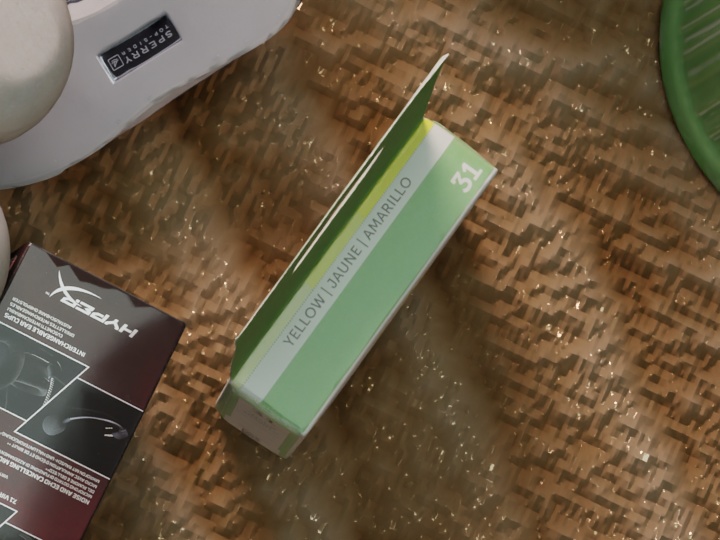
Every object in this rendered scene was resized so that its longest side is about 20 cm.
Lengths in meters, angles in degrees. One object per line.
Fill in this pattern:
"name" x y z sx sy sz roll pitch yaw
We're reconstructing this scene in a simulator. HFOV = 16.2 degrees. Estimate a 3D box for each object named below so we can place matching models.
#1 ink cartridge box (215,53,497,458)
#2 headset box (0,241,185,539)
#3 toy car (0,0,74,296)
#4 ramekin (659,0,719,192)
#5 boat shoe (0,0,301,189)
"ink cartridge box" 0.000 0.000 1.061 0.048 0.200 0.146 36 78 0
"headset box" -0.159 0.098 1.047 0.077 0.149 0.200 29 80 -11
"toy car" -0.220 -0.058 1.001 0.150 0.175 0.201 25 73 -33
"ramekin" 0.246 -0.110 1.165 0.199 0.098 0.201 1 82 -9
"boat shoe" -0.112 -0.098 1.123 0.200 0.070 0.071 -28 99 13
